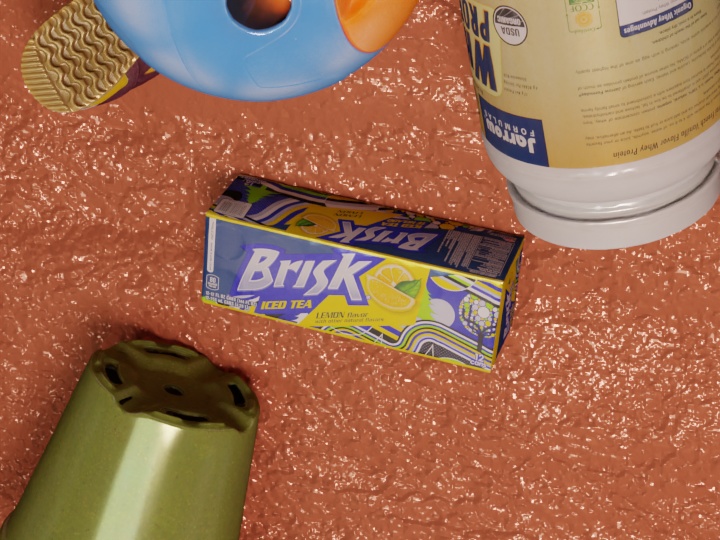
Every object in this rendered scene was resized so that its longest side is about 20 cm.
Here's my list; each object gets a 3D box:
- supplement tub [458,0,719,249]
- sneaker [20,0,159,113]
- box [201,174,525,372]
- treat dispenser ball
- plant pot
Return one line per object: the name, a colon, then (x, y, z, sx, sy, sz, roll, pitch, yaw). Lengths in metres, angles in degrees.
supplement tub: (0.129, -0.128, 0.949, 0.143, 0.145, 0.201, -1, 123, 20)
sneaker: (-0.118, -0.168, 1.072, 0.199, 0.090, 0.075, -29, 97, 3)
box: (0.000, 0.000, 1.117, 0.198, 0.064, 0.071, 13, 120, 13)
treat dispenser ball: (-0.056, -0.192, 0.925, 0.199, 0.201, 0.202, 8, 119, 15)
plant pot: (-0.154, 0.158, 1.198, 0.199, 0.200, 0.191, 22, 110, 7)
